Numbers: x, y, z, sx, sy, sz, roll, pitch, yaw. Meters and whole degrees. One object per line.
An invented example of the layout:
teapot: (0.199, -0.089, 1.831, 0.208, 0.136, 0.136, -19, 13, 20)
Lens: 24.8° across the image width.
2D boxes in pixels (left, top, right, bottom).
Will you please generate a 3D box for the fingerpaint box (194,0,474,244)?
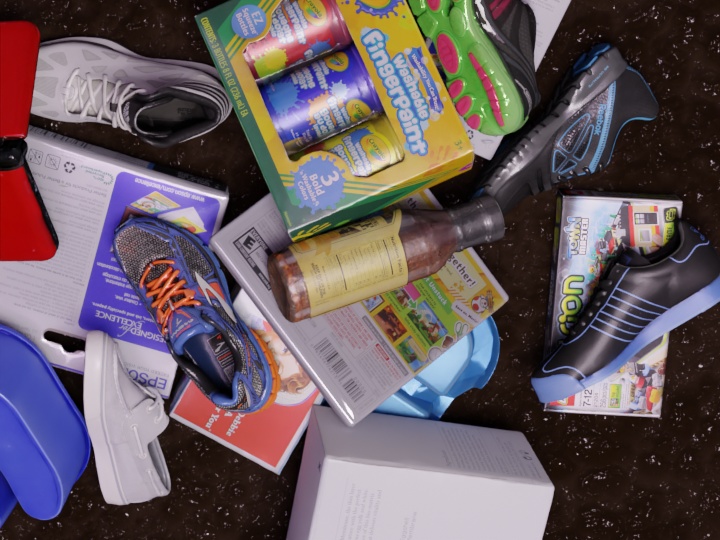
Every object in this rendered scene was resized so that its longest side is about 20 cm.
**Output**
fingerpaint box: (-0.021, -0.147, 1.350, 0.166, 0.073, 0.201, -23, 82, -1)

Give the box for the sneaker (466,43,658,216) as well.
sneaker: (0.173, -0.100, 1.422, 0.082, 0.073, 0.200, 42, 99, -11)

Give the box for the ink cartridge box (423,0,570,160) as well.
ink cartridge box: (0.110, -0.203, 1.396, 0.099, 0.039, 0.201, 24, 114, -7)

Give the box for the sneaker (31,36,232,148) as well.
sneaker: (-0.208, -0.151, 1.373, 0.199, 0.115, 0.076, 5, 103, -3)

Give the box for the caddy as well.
caddy: (-0.325, 0.136, 1.441, 0.141, 0.105, 0.201, -18, 118, 15)

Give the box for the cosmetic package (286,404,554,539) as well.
cosmetic package: (0.040, 0.240, 1.423, 0.199, 0.123, 0.200, 8, 106, -12)

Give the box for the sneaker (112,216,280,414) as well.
sneaker: (-0.141, 0.036, 1.378, 0.075, 0.078, 0.200, -40, 86, 12)

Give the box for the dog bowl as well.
dog bowl: (0.041, 0.098, 1.476, 0.111, 0.050, 0.200, 34, 100, -9)

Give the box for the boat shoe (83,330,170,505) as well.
boat shoe: (-0.202, 0.131, 1.434, 0.068, 0.072, 0.201, -4, 126, -1)

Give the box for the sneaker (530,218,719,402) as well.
sneaker: (0.223, 0.034, 1.425, 0.200, 0.070, 0.078, -34, 98, 0)

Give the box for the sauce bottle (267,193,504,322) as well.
sauce bottle: (0.023, -0.015, 1.362, 0.199, 0.066, 0.066, -19, 104, -17)

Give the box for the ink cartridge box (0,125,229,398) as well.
ink cartridge box: (-0.235, -0.007, 1.441, 0.197, 0.043, 0.201, 17, 106, -5)

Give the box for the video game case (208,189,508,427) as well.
video game case: (0.000, 0.000, 1.398, 0.182, 0.023, 0.200, -38, 93, -14)

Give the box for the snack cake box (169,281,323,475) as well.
snack cake box: (-0.073, 0.064, 1.454, 0.115, 0.067, 0.201, 29, 101, -10)

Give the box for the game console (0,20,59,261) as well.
game console: (-0.354, -0.106, 1.398, 0.199, 0.119, 0.173, 0, 133, 17)

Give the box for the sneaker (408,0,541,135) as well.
sneaker: (0.095, -0.210, 1.340, 0.077, 0.084, 0.201, -9, 100, 40)

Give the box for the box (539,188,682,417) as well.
box: (0.224, 0.030, 1.474, 0.109, 0.035, 0.201, 2, 103, -3)
